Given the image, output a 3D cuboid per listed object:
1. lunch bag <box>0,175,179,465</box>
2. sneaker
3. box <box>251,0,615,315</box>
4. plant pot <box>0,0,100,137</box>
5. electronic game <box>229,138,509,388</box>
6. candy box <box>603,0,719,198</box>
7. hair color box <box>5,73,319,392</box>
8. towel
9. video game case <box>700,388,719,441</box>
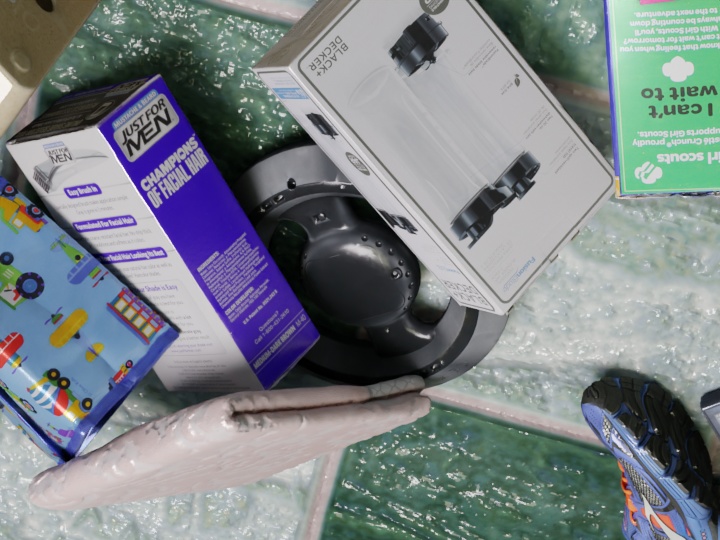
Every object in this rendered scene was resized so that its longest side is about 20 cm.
[{"bbox_3d":[-0.223,0.050,1.148,0.151,0.094,0.200,42,154,-1],"label":"lunch bag"},{"bbox_3d":[0.202,0.155,1.179,0.078,0.075,0.200,-27,113,27],"label":"sneaker"},{"bbox_3d":[0.047,-0.083,1.023,0.200,0.060,0.117,47,75,-20],"label":"box"},{"bbox_3d":[-0.262,-0.143,0.975,0.177,0.200,0.200,-28,114,32],"label":"plant pot"},{"bbox_3d":[0.000,0.000,1.129,0.200,0.042,0.200,9,128,11],"label":"electronic game"},{"bbox_3d":[0.171,-0.164,0.920,0.077,0.169,0.200,-1,122,16],"label":"candy box"},{"bbox_3d":[-0.122,-0.019,1.094,0.109,0.065,0.200,-3,125,49],"label":"hair color box"},{"bbox_3d":[-0.083,0.111,1.127,0.200,0.191,0.032,-26,73,40],"label":"towel"},{"bbox_3d":[0.346,0.103,1.153,0.200,0.019,0.143,-25,116,22],"label":"video game case"}]
